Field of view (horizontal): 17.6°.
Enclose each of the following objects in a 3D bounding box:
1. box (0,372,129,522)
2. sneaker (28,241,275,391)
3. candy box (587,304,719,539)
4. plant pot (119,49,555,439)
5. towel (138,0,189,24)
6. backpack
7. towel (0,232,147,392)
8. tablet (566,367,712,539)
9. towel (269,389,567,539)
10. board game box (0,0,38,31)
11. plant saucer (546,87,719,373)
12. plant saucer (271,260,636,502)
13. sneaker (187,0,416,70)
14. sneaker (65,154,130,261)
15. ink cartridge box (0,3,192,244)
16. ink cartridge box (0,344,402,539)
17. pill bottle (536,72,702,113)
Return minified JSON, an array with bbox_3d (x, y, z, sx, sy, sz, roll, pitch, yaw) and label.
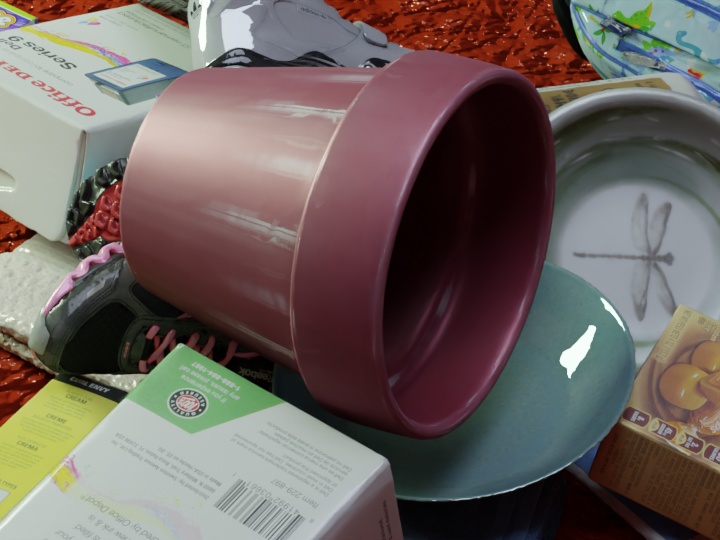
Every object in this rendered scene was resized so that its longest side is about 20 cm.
[{"bbox_3d":[-0.194,0.140,1.241,0.050,0.075,0.200,17,40,23],"label":"box"},{"bbox_3d":[-0.090,0.034,1.314,0.200,0.079,0.095,-10,46,-39],"label":"sneaker"},{"bbox_3d":[0.241,0.109,1.288,0.200,0.055,0.115,25,43,12],"label":"candy box"},{"bbox_3d":[-0.019,-0.027,1.222,0.179,0.200,0.200,15,38,25],"label":"plant pot"},{"bbox_3d":[-0.082,-0.160,1.567,0.192,0.035,0.200,25,3,-21],"label":"towel"},{"bbox_3d":[0.236,-0.156,1.598,0.200,0.163,0.154,15,78,26],"label":"backpack"},{"bbox_3d":[-0.147,0.026,1.429,0.200,0.035,0.133,26,42,29],"label":"towel"},{"bbox_3d":[0.166,0.090,1.374,0.130,0.014,0.200,-23,42,-29],"label":"tablet"},{"bbox_3d":[0.008,0.127,1.288,0.200,0.049,0.112,13,38,13],"label":"towel"},{"bbox_3d":[-0.349,-0.171,1.675,0.200,0.045,0.134,26,43,29],"label":"board game box"},{"bbox_3d":[0.169,-0.009,1.406,0.200,0.050,0.200,2,75,-6],"label":"plant saucer"},{"bbox_3d":[0.053,0.067,1.285,0.201,0.039,0.201,-5,40,4],"label":"plant saucer"},{"bbox_3d":[-0.024,-0.149,1.442,0.200,0.075,0.115,-3,74,-35],"label":"sneaker"},{"bbox_3d":[-0.074,-0.053,1.393,0.200,0.079,0.096,-17,-13,21],"label":"sneaker"},{"bbox_3d":[-0.166,-0.099,1.517,0.145,0.088,0.200,28,31,30],"label":"ink cartridge box"},{"bbox_3d":[-0.096,0.155,1.163,0.145,0.088,0.200,27,57,29],"label":"ink cartridge box"},{"bbox_3d":[0.118,-0.060,1.490,0.200,0.114,0.114,-8,38,-13],"label":"pill bottle"}]
